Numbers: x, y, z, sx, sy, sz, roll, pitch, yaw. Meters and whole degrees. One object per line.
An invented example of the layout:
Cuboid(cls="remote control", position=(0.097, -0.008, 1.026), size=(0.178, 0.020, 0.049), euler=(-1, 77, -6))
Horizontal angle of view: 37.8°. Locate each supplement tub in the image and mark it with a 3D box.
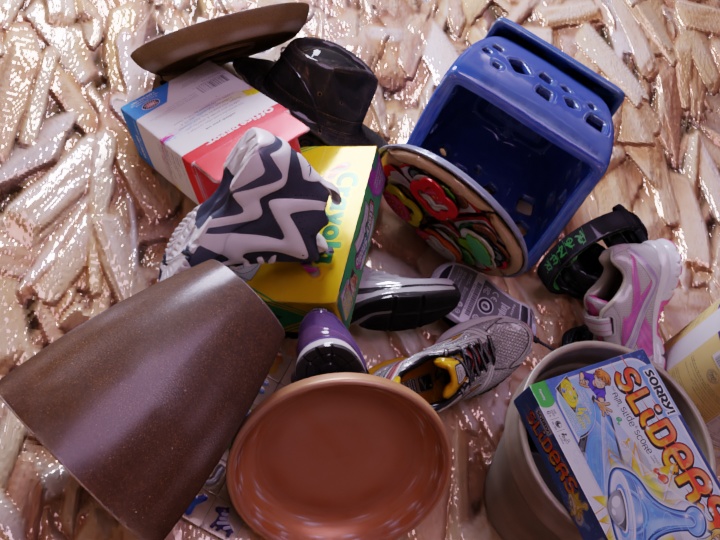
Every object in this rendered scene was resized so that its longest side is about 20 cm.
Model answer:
Cuboid(cls="supplement tub", position=(0.399, 0.109, 1.116), size=(0.144, 0.200, 0.146), euler=(10, 57, -15))

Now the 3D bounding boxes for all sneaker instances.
Cuboid(cls="sneaker", position=(-0.094, -0.023, 0.965), size=(0.129, 0.200, 0.080), euler=(27, 19, -24))
Cuboid(cls="sneaker", position=(-0.007, 0.122, 0.979), size=(0.075, 0.201, 0.088), euler=(-15, 32, 2))
Cuboid(cls="sneaker", position=(0.000, 0.000, 1.087), size=(0.199, 0.076, 0.116), euler=(-5, 60, -8))
Cuboid(cls="sneaker", position=(0.095, 0.104, 1.053), size=(0.199, 0.082, 0.078), euler=(-25, 94, -23))
Cuboid(cls="sneaker", position=(0.278, 0.059, 1.138), size=(0.088, 0.081, 0.201), euler=(9, 91, -16))

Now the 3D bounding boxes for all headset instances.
Cuboid(cls="headset", position=(0.287, -0.010, 1.200), size=(0.199, 0.124, 0.094), euler=(-3, 55, -50))

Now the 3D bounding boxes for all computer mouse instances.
Cuboid(cls="computer mouse", position=(0.155, 0.061, 1.148), size=(0.199, 0.044, 0.110), euler=(33, 60, -6))

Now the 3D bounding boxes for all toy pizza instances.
Cuboid(cls="toy pizza", position=(0.088, -0.054, 1.104), size=(0.200, 0.200, 0.032), euler=(39, 74, 5))

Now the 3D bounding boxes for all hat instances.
Cuboid(cls="hat", position=(-0.037, -0.206, 1.158), size=(0.200, 0.081, 0.201), euler=(30, 20, -12))

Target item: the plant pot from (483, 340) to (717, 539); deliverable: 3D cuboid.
Cuboid(cls="plant pot", position=(0.205, 0.193, 1.003), size=(0.199, 0.174, 0.201), euler=(10, 57, -15))

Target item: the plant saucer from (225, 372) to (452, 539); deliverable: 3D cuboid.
Cuboid(cls="plant saucer", position=(-0.019, 0.168, 0.931), size=(0.199, 0.201, 0.038), euler=(13, 28, -14))

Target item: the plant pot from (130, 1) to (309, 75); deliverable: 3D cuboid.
Cuboid(cls="plant pot", position=(-0.147, -0.244, 1.129), size=(0.199, 0.200, 0.028), euler=(-21, 97, -31))

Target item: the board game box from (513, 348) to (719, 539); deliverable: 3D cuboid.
Cuboid(cls="board game box", position=(0.233, 0.176, 0.897), size=(0.135, 0.035, 0.201), euler=(-14, 65, -28))

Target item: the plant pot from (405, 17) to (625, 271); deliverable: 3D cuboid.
Cuboid(cls="plant pot", position=(0.173, -0.155, 1.197), size=(0.199, 0.200, 0.180), euler=(32, 48, 0))

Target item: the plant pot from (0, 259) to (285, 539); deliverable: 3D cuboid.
Cuboid(cls="plant pot", position=(-0.163, 0.093, 0.875), size=(0.187, 0.187, 0.200), euler=(44, 75, 8))

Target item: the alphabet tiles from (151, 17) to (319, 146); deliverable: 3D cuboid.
Cuboid(cls="alphabet tiles", position=(-0.138, -0.216, 1.224), size=(0.199, 0.008, 0.168), euler=(13, 56, -13))

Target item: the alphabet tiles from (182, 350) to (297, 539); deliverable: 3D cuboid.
Cuboid(cls="alphabet tiles", position=(-0.121, 0.151, 1.003), size=(0.166, 0.006, 0.201), euler=(30, 54, -2))

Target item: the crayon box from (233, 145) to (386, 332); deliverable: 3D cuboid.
Cuboid(cls="crayon box", position=(-0.078, -0.036, 1.054), size=(0.171, 0.058, 0.201), euler=(0, 53, 18))

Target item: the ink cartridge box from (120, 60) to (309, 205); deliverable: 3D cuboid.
Cuboid(cls="ink cartridge box", position=(-0.142, -0.130, 1.063), size=(0.116, 0.067, 0.200), euler=(-33, 44, -20))
